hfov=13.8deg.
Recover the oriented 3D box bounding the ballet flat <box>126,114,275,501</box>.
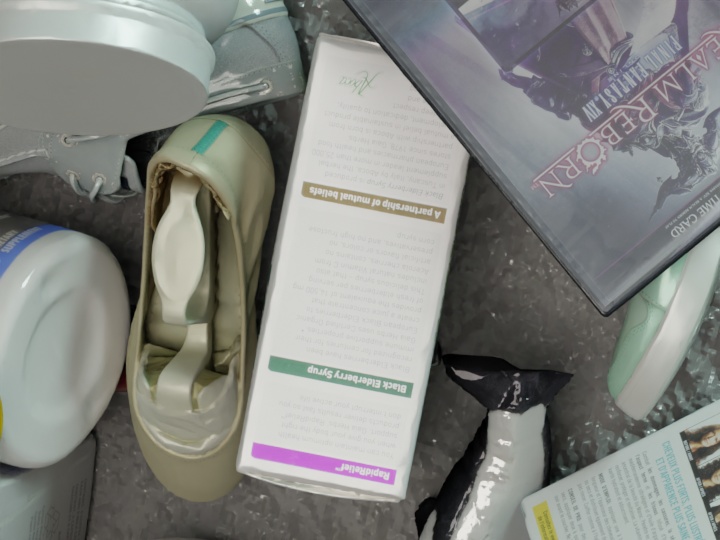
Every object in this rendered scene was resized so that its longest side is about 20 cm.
[{"bbox_3d":[-0.080,0.026,1.376,0.069,0.069,0.200,10,113,15],"label":"ballet flat"}]

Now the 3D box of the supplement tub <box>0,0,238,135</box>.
[{"bbox_3d":[-0.122,-0.173,1.312,0.144,0.145,0.200,-3,73,18],"label":"supplement tub"}]

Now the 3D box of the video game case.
[{"bbox_3d":[0.098,-0.101,1.287,0.143,0.019,0.200,-39,80,1],"label":"video game case"}]

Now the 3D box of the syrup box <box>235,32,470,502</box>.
[{"bbox_3d":[0.000,0.000,1.346,0.081,0.079,0.200,12,91,1],"label":"syrup box"}]

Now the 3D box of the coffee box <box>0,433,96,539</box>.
[{"bbox_3d":[-0.264,0.169,1.423,0.197,0.200,0.200,12,103,16],"label":"coffee box"}]

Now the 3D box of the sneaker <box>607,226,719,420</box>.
[{"bbox_3d":[0.112,-0.040,1.332,0.118,0.074,0.201,15,95,7],"label":"sneaker"}]

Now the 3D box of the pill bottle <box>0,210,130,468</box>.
[{"bbox_3d":[-0.220,0.016,1.414,0.200,0.114,0.114,15,105,27],"label":"pill bottle"}]

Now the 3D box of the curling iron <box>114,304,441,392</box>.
[{"bbox_3d":[-0.059,0.038,1.427,0.200,0.026,0.050,3,103,17],"label":"curling iron"}]

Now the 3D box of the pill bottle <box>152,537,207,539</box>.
[{"bbox_3d":[-0.090,0.241,1.428,0.114,0.114,0.200,22,106,12],"label":"pill bottle"}]

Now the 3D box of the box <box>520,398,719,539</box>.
[{"bbox_3d":[0.175,0.100,1.321,0.200,0.082,0.049,-28,135,14],"label":"box"}]

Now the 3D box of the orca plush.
[{"bbox_3d":[0.038,0.123,1.389,0.071,0.105,0.200,36,136,46],"label":"orca plush"}]

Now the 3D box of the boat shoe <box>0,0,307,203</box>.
[{"bbox_3d":[-0.118,-0.069,1.402,0.201,0.070,0.072,-24,87,17],"label":"boat shoe"}]

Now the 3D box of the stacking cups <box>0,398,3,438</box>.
[{"bbox_3d":[-0.258,0.058,1.347,0.200,0.060,0.061,9,103,32],"label":"stacking cups"}]
